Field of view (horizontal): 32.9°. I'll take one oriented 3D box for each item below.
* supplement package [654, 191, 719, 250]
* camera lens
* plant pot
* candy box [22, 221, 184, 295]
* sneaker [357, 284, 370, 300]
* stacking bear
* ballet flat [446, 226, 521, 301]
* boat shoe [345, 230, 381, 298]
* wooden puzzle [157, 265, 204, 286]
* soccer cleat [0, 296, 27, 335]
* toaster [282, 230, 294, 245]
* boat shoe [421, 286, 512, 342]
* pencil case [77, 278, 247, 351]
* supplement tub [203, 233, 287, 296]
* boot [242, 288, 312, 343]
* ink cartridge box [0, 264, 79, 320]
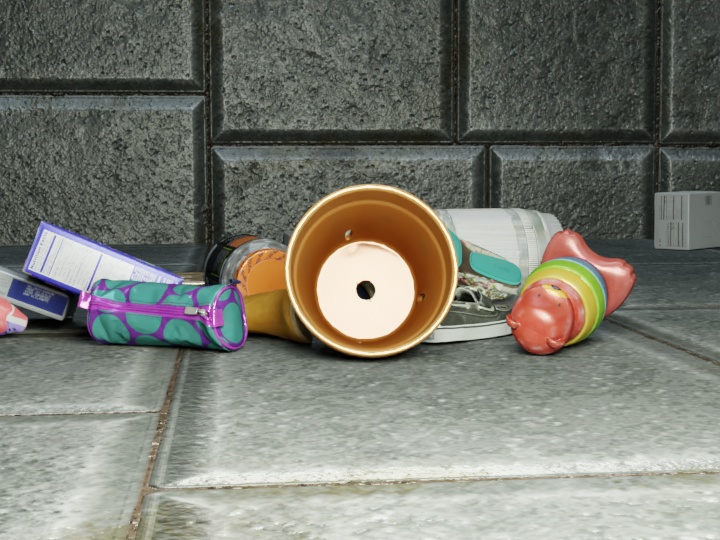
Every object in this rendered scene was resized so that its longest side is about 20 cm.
[{"bbox_3d":[0.916,-0.141,3.385,0.199,0.157,0.110,-5,6,-45],"label":"supplement package"},{"bbox_3d":[0.180,-0.009,1.758,0.198,0.161,0.160,-1,5,-12],"label":"camera lens"},{"bbox_3d":[0.008,0.012,1.451,0.198,0.202,0.140,-1,-12,-4],"label":"plant pot"},{"bbox_3d":[-0.347,0.007,1.647,0.199,0.077,0.169,23,-5,-10],"label":"candy box"},{"bbox_3d":[0.000,0.000,1.683,0.080,0.148,0.200,-11,1,26],"label":"sneaker"},{"bbox_3d":[0.241,0.041,1.480,0.121,0.114,0.200,32,26,15],"label":"stacking bear"},{"bbox_3d":[0.124,-0.010,1.623,0.199,0.076,0.064,28,-42,-18],"label":"ballet flat"},{"bbox_3d":[0.043,0.006,1.598,0.069,0.074,0.200,-22,-45,22],"label":"boat shoe"},{"bbox_3d":[-0.254,0.026,2.101,0.198,0.047,0.185,4,4,-8],"label":"wooden puzzle"},{"bbox_3d":[-0.522,0.060,1.626,0.199,0.069,0.073,0,-19,44],"label":"soccer cleat"},{"bbox_3d":[-0.042,0.000,1.898,0.198,0.120,0.181,0,4,-7],"label":"toaster"},{"bbox_3d":[0.146,0.053,1.582,0.070,0.064,0.199,3,5,37],"label":"boat shoe"},{"bbox_3d":[-0.239,0.052,1.496,0.199,0.086,0.092,1,-12,23],"label":"pencil case"},{"bbox_3d":[-0.152,0.012,1.757,0.122,0.124,0.200,-2,5,-17],"label":"supplement tub"},{"bbox_3d":[-0.132,0.062,1.553,0.143,0.071,0.201,-6,1,3],"label":"boot"},{"bbox_3d":[-0.495,0.017,1.711,0.198,0.041,0.200,20,-4,-9],"label":"ink cartridge box"}]
